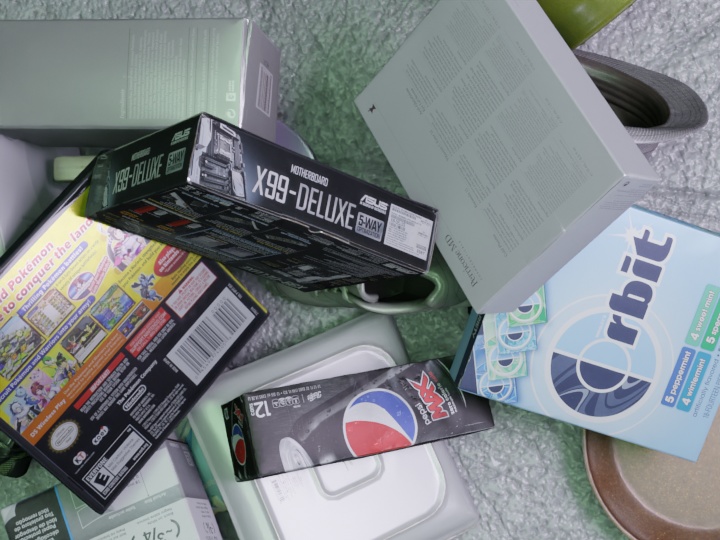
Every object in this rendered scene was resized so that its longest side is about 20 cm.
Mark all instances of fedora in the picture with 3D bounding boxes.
[{"bbox_3d":[0.163,-0.111,0.951,0.199,0.177,0.091,11,120,-5],"label":"fedora"}]

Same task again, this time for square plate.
[{"bbox_3d":[-0.018,0.151,0.970,0.197,0.028,0.201,-21,84,-24],"label":"square plate"}]

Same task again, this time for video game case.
[{"bbox_3d":[-0.190,0.045,0.885,0.181,0.025,0.200,48,71,-23],"label":"video game case"}]

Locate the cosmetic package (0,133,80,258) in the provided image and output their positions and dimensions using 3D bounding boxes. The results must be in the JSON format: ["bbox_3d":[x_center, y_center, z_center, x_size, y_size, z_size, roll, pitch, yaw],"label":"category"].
[{"bbox_3d":[-0.307,-0.042,0.974,0.122,0.199,0.201,-11,87,7],"label":"cosmetic package"}]

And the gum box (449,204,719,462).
[{"bbox_3d":[0.189,0.034,0.910,0.199,0.045,0.171,17,100,-9],"label":"gum box"}]

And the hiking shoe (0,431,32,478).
[{"bbox_3d":[-0.293,0.122,1.039,0.199,0.076,0.101,-23,94,15],"label":"hiking shoe"}]

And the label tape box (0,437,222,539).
[{"bbox_3d":[-0.172,0.249,0.925,0.144,0.063,0.201,-24,75,3],"label":"label tape box"}]

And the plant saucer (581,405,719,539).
[{"bbox_3d":[0.279,0.137,0.973,0.199,0.037,0.202,0,88,7],"label":"plant saucer"}]

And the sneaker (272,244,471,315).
[{"bbox_3d":[0.000,0.000,0.960,0.199,0.092,0.076,-2,97,33],"label":"sneaker"}]

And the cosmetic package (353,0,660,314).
[{"bbox_3d":[0.095,-0.094,0.847,0.151,0.052,0.201,-44,62,32],"label":"cosmetic package"}]

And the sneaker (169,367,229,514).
[{"bbox_3d":[-0.116,0.188,1.003,0.130,0.080,0.201,23,92,9],"label":"sneaker"}]

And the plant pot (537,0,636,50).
[{"bbox_3d":[0.149,-0.283,0.937,0.200,0.200,0.193,-40,95,5],"label":"plant pot"}]

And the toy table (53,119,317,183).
[{"bbox_3d":[-0.142,-0.082,0.996,0.199,0.117,0.185,-13,86,8],"label":"toy table"}]

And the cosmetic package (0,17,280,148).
[{"bbox_3d":[-0.167,-0.136,0.891,0.199,0.107,0.091,5,89,8],"label":"cosmetic package"}]

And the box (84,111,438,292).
[{"bbox_3d":[-0.070,-0.039,0.849,0.199,0.157,0.050,20,73,-33],"label":"box"}]

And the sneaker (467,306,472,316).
[{"bbox_3d":[0.120,-0.025,0.996,0.088,0.077,0.201,-16,84,-24],"label":"sneaker"}]

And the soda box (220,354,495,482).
[{"bbox_3d":[-0.001,0.113,0.931,0.199,0.071,0.064,-9,80,-22],"label":"soda box"}]
